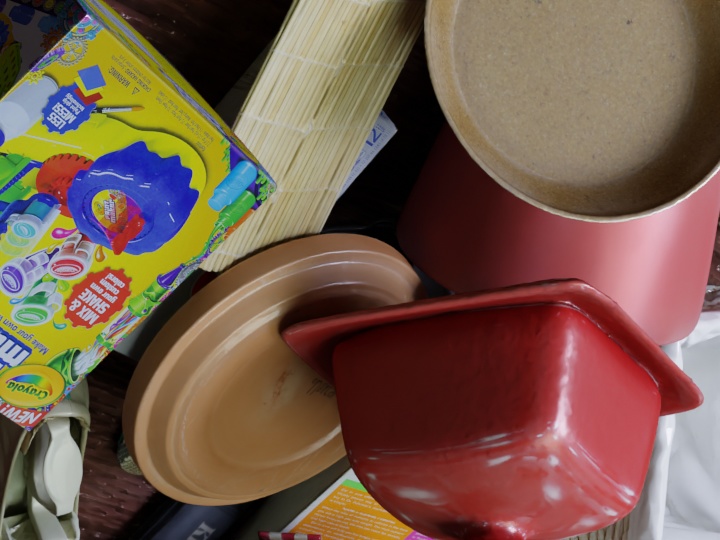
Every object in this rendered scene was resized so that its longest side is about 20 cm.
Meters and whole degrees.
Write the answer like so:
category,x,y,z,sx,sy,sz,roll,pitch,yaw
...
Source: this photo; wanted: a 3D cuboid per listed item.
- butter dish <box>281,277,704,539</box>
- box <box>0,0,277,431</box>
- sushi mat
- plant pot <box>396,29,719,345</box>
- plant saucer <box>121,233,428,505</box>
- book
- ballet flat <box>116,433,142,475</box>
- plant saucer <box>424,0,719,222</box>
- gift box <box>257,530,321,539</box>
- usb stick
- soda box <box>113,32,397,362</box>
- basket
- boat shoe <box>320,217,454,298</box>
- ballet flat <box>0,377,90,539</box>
category,x,y,z,sx,sy,sz,roll,pitch,yaw
butter dish,0.076,0.104,1.609,0.199,0.148,0.199,-10,153,25
box,-0.185,-0.053,1.472,0.193,0.122,0.200,-44,144,4
sushi mat,-0.031,-0.082,1.570,0.095,0.012,0.200,5,122,-43
plant pot,0.138,-0.075,1.703,0.200,0.200,0.178,-1,117,-42
plant saucer,-0.044,0.065,1.666,0.200,0.032,0.201,-23,142,-19
book,0.003,0.174,1.845,0.133,0.048,0.200,22,135,-25
ballet flat,-0.055,0.079,1.762,0.200,0.075,0.068,-33,141,-13
plant saucer,0.123,-0.123,1.576,0.200,0.201,0.035,-27,-178,-20
gift box,-0.061,0.276,1.795,0.199,0.187,0.185,0,143,7
usb stick,-0.121,0.175,1.833,0.200,0.033,0.055,-46,144,5
soda box,-0.076,-0.036,1.637,0.200,0.063,0.068,-49,141,9
basket,0.203,0.111,1.858,0.198,0.161,0.201,-4,101,-43
boat shoe,0.000,0.000,1.742,0.199,0.067,0.057,-14,140,-29
ballet flat,-0.194,0.137,1.701,0.069,0.069,0.201,-17,137,-30
